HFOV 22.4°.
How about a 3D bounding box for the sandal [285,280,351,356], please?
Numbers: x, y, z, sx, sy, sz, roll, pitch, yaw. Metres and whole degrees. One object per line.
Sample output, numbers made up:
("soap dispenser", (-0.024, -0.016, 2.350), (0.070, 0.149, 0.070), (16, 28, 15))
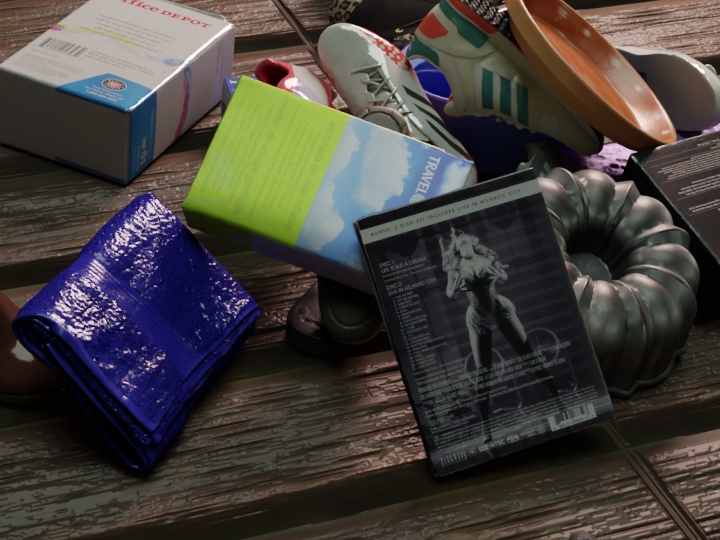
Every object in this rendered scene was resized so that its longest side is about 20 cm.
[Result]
("sandal", (0.000, 0.000, 1.516), (0.075, 0.043, 0.201), (14, 36, 12))

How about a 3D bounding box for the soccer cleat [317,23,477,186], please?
("soccer cleat", (0.032, -0.137, 1.621), (0.200, 0.068, 0.085), (52, 20, -4))

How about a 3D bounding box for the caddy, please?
("caddy", (0.130, -0.169, 1.719), (0.198, 0.106, 0.142), (3, 36, -4))

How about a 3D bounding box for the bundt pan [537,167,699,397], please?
("bundt pan", (0.185, -0.002, 1.461), (0.200, 0.076, 0.203), (9, 52, -11))

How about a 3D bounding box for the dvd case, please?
("dvd case", (0.093, 0.037, 1.367), (0.147, 0.016, 0.202), (-16, 84, -13))

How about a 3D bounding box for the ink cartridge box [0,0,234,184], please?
("ink cartridge box", (-0.226, -0.178, 1.703), (0.143, 0.085, 0.200), (19, 38, 18))

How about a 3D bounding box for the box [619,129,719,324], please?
("box", (0.339, -0.050, 1.584), (0.199, 0.079, 0.141), (-15, 51, -28))

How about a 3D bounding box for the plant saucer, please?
("plant saucer", (0.201, -0.176, 1.617), (0.200, 0.032, 0.201), (37, 23, -19))

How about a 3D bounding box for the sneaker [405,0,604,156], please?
("sneaker", (0.127, -0.160, 1.626), (0.200, 0.093, 0.070), (42, 21, -8))

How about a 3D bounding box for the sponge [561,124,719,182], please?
("sponge", (0.294, -0.088, 1.697), (0.199, 0.030, 0.112), (-15, 41, -27))

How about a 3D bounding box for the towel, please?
("towel", (-0.159, 0.038, 1.369), (0.148, 0.049, 0.200), (51, 35, -11))

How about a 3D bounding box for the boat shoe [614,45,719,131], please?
("boat shoe", (0.310, -0.185, 1.775), (0.071, 0.071, 0.201), (-8, 20, -23))

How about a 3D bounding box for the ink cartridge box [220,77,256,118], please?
("ink cartridge box", (-0.064, -0.110, 1.663), (0.093, 0.045, 0.201), (-3, 35, -15))

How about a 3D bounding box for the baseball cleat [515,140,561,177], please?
("baseball cleat", (0.164, -0.037, 1.588), (0.106, 0.070, 0.200), (25, 42, 3))

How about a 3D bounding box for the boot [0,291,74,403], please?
("boot", (-0.284, -0.010, 1.352), (0.187, 0.201, 0.068), (22, 38, 23))

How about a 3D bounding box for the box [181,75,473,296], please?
("box", (-0.025, -0.061, 1.419), (0.198, 0.048, 0.123), (21, 73, 8))

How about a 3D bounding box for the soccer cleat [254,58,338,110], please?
("soccer cleat", (-0.055, -0.121, 1.571), (0.076, 0.067, 0.201), (27, 25, -19))

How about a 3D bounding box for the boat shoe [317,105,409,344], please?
("boat shoe", (0.009, -0.028, 1.474), (0.071, 0.076, 0.202), (11, 69, 3))

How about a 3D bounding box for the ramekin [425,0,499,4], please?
("ramekin", (0.082, -0.358, 1.985), (0.198, 0.106, 0.201), (4, 34, -3))

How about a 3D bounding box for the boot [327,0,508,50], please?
("boot", (0.078, -0.257, 1.874), (0.199, 0.074, 0.150), (-26, 45, -29))
